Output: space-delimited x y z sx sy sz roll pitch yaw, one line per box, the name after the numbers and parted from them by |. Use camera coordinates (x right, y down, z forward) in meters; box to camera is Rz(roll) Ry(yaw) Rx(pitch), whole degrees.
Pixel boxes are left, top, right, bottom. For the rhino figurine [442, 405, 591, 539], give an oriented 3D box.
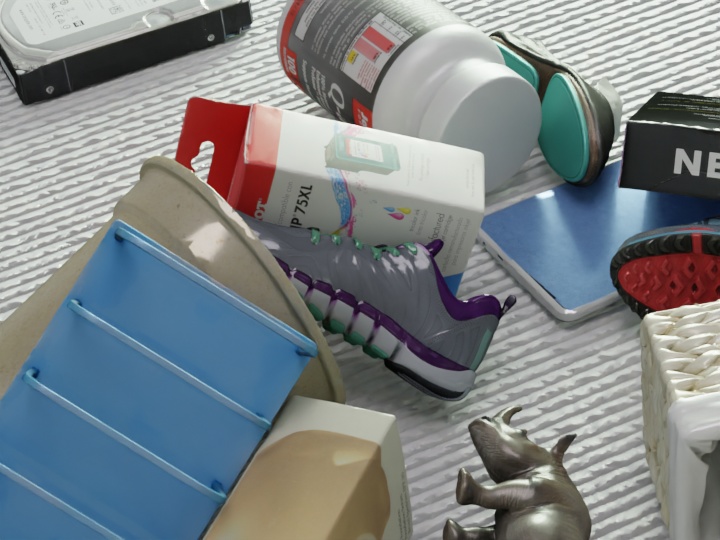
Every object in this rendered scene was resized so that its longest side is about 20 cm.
0.095 0.150 1.307 0.087 0.060 0.200 12 38 -8 | rhino figurine

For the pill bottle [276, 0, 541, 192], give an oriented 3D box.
0.035 -0.142 1.629 0.116 0.116 0.200 -27 43 -23 | pill bottle

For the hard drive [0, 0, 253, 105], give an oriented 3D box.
-0.203 -0.211 1.811 0.200 0.038 0.140 -19 41 -15 | hard drive

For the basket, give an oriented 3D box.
0.265 0.088 1.302 0.200 0.136 0.123 -10 37 -5 | basket

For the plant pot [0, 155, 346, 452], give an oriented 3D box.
-0.141 0.063 1.369 0.183 0.201 0.200 -37 47 -17 | plant pot

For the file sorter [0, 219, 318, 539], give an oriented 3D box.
-0.131 0.090 1.227 0.139 0.123 0.200 32 87 -4 | file sorter

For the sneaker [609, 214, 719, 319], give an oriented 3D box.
0.264 -0.004 1.478 0.200 0.079 0.096 -1 22 1 | sneaker

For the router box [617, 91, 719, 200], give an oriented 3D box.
0.284 -0.078 1.499 0.200 0.051 0.149 8 14 15 | router box

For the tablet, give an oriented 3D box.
0.192 -0.034 1.555 0.200 0.014 0.130 -22 41 -19 | tablet

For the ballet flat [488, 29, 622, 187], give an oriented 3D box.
0.151 -0.124 1.628 0.068 0.068 0.200 1 31 -25 | ballet flat

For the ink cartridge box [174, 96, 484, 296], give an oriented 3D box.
-0.028 -0.036 1.467 0.200 0.116 0.067 11 40 -6 | ink cartridge box

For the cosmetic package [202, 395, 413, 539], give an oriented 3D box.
-0.042 0.177 1.264 0.071 0.105 0.200 10 44 22 | cosmetic package

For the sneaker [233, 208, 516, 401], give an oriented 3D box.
0.000 0.000 1.424 0.200 0.074 0.088 33 84 -9 | sneaker
